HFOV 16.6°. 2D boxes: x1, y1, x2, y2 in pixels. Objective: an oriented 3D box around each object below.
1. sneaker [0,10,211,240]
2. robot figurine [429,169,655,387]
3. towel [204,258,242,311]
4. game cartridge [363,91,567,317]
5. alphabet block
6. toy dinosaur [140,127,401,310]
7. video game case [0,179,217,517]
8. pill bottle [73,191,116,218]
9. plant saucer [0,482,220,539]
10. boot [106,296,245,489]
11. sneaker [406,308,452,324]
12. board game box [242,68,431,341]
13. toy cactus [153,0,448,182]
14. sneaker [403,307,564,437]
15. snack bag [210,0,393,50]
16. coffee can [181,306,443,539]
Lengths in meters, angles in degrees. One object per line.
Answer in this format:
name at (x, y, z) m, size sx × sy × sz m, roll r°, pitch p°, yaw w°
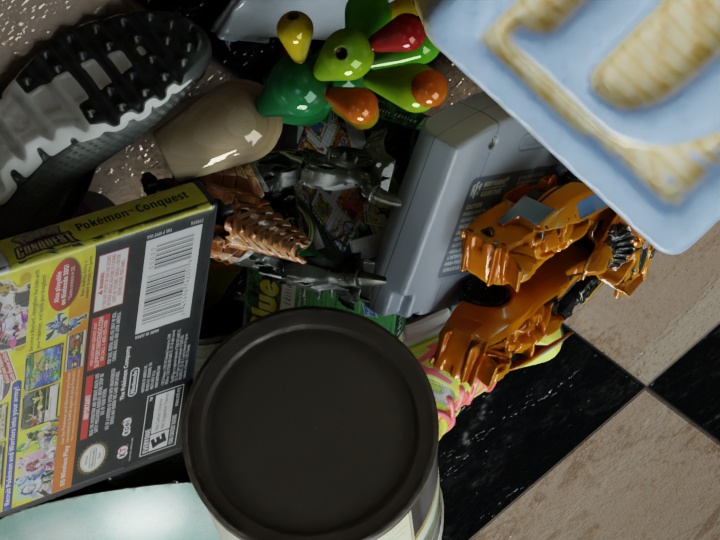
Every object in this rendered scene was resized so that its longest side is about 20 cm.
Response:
sneaker at (-0.166, -0.069, 1.345) m, size 0.200 × 0.067 × 0.091 m, roll -35°, pitch 159°, yaw -7°
robot figurine at (0.122, -0.008, 1.496) m, size 0.200 × 0.058 × 0.145 m, roll -29°, pitch 141°, yaw -46°
towel at (-0.117, 0.019, 1.572) m, size 0.086 × 0.018 × 0.200 m, roll 1°, pitch 134°, yaw -47°
game cartridge at (0.081, -0.046, 1.491) m, size 0.200 × 0.041 × 0.134 m, roll -12°, pitch 122°, yaw -56°
alphabet block at (0.146, -0.163, 1.294) m, size 0.195 × 0.200 × 0.196 m, roll -42°, pitch 113°, yaw 13°
toy dinosaur at (-0.055, -0.028, 1.393) m, size 0.135 × 0.200 × 0.102 m, roll 8°, pitch 122°, yaw -15°
video game case at (-0.170, 0.053, 1.346) m, size 0.180 × 0.026 × 0.200 m, roll -19°, pitch 141°, yaw -29°
pill bottle at (-0.218, 0.036, 1.394) m, size 0.200 × 0.104 × 0.104 m, roll -24°, pitch 149°, yaw -23°
plant saucer at (-0.148, 0.180, 1.654) m, size 0.200 × 0.039 × 0.201 m, roll -9°, pitch 166°, yaw -2°
boot at (-0.092, 0.080, 1.630) m, size 0.131 × 0.068 × 0.200 m, roll -53°, pitch 157°, yaw 15°
sneaker at (0.047, -0.008, 1.654) m, size 0.088 × 0.074 × 0.200 m, roll -8°, pitch 143°, yaw -38°
board game box at (-0.017, -0.023, 1.499) m, size 0.023 × 0.104 × 0.200 m, roll -56°, pitch 159°, yaw -49°
toy cactus at (-0.035, -0.104, 1.330) m, size 0.165 × 0.103 × 0.200 m, roll -26°, pitch -168°, yaw -1°
sneaker at (0.047, 0.079, 1.649) m, size 0.199 × 0.091 × 0.078 m, roll -14°, pitch 155°, yaw -14°
snack bag at (0.027, -0.204, 1.401) m, size 0.188 × 0.021 × 0.200 m, roll -3°, pitch 136°, yaw -45°
coffee can at (-0.024, 0.123, 1.482) m, size 0.146 × 0.147 × 0.200 m, roll -32°, pitch 162°, yaw -9°
